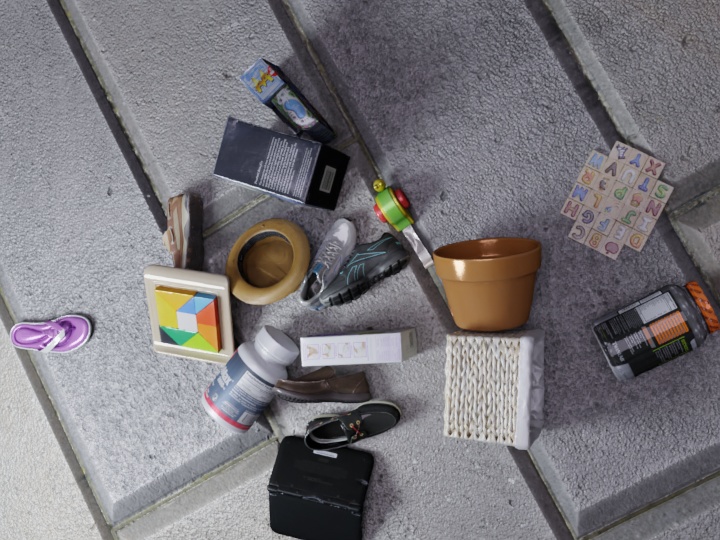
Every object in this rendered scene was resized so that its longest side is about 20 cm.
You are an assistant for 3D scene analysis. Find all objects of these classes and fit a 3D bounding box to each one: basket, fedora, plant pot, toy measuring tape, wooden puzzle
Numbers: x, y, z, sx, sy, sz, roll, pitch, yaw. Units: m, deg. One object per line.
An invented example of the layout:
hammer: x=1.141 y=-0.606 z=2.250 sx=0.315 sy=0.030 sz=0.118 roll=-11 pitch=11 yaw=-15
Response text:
basket: x=0.249 y=0.208 z=1.572 sx=0.159 sy=0.198 sz=0.203 roll=1 pitch=90 yaw=19
fedora: x=-0.175 y=-0.007 z=1.725 sx=0.198 sy=0.082 sz=0.203 roll=-12 pitch=58 yaw=20
plant pot: x=0.237 y=0.026 z=1.583 sx=0.197 sy=0.200 sz=0.142 roll=-3 pitch=101 yaw=14
toy measuring tape: x=0.080 y=-0.094 z=1.682 sx=0.073 sy=0.074 sz=0.201 roll=-32 pitch=81 yaw=12
wooden puzzle: x=-0.347 y=0.094 z=1.741 sx=0.183 sy=0.037 sz=0.202 roll=8 pitch=118 yaw=13

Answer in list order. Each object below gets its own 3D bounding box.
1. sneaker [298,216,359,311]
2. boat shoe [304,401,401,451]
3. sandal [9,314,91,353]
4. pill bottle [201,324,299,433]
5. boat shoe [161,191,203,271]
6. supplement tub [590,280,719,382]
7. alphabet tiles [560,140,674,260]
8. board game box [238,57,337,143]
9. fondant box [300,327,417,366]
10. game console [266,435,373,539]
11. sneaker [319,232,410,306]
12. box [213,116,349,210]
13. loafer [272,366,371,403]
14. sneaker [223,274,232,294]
sneaker: x=-0.065 y=-0.011 z=1.711 sx=0.074 sy=0.087 sz=0.202 roll=24 pitch=94 yaw=15
boat shoe: x=-0.016 y=0.310 z=1.696 sx=0.199 sy=0.063 sz=0.074 roll=-14 pitch=110 yaw=15
sandal: x=-0.684 y=0.144 z=1.887 sx=0.200 sy=0.050 sz=0.084 roll=-8 pitch=87 yaw=14
pill bottle: x=-0.217 y=0.214 z=1.729 sx=0.119 sy=0.119 sz=0.201 roll=40 pitch=98 yaw=12
boat shoe: x=-0.374 y=-0.062 z=1.802 sx=0.071 sy=0.076 sz=0.203 roll=-2 pitch=80 yaw=18
supplement tub: x=0.525 y=0.105 z=1.537 sx=0.198 sy=0.122 sz=0.124 roll=-27 pitch=83 yaw=12
alphabet tiles: x=0.478 y=-0.131 z=1.611 sx=0.165 sy=0.006 sz=0.202 roll=28 pitch=96 yaw=13
board game box: x=-0.151 y=-0.333 z=1.678 sx=0.062 sy=0.200 sz=0.200 roll=-42 pitch=79 yaw=9
fondant box: x=-0.001 y=0.147 z=1.661 sx=0.197 sy=0.144 sz=0.059 roll=-5 pitch=88 yaw=14
game console: x=-0.079 y=0.450 z=1.743 sx=0.197 sy=0.117 sz=0.178 roll=9 pitch=62 yaw=14
sneaker: x=0.000 y=0.000 z=1.698 sx=0.199 sy=0.076 sz=0.080 roll=-31 pitch=70 yaw=-7
box: x=-0.150 y=-0.203 z=1.677 sx=0.196 sy=0.200 sz=0.125 roll=19 pitch=94 yaw=15
loafer: x=-0.077 y=0.224 z=1.699 sx=0.197 sy=0.073 sz=0.072 roll=5 pitch=75 yaw=-18
sneaker: x=-0.316 y=0.071 z=1.790 sx=0.199 sy=0.076 sz=0.092 roll=-28 pitch=92 yaw=20
